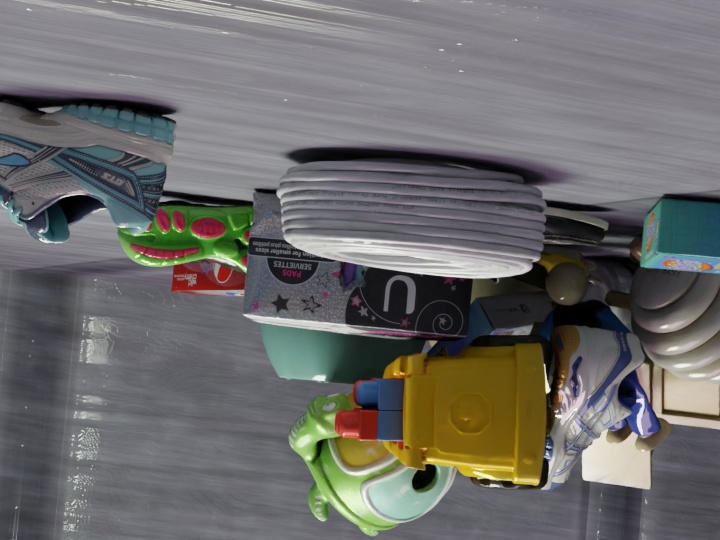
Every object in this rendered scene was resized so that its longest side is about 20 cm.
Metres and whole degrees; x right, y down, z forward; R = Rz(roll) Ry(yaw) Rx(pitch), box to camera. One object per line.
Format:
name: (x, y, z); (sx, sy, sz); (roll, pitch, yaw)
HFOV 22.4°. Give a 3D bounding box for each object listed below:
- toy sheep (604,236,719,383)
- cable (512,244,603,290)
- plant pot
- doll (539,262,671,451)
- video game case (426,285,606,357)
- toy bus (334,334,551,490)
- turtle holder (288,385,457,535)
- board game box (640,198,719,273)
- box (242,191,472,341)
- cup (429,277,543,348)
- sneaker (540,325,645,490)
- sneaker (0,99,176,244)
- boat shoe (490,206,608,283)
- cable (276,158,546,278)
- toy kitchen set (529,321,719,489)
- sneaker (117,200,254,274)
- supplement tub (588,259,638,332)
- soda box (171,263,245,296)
toy sheep: (0.303, 0.033, 1.659); (0.200, 0.138, 0.138); (35, 160, -32)
cable: (0.145, -0.024, 1.827); (0.199, 0.051, 0.097); (21, -173, -28)
plant pot: (-0.015, 0.036, 1.852); (0.199, 0.162, 0.201); (5, 176, 0)
doll: (0.219, 0.078, 1.707); (0.048, 0.201, 0.136); (-43, -149, -27)
video game case: (0.140, 0.095, 1.901); (0.181, 0.046, 0.200); (-6, 147, -42)
toy bus: (0.071, 0.127, 1.645); (0.191, 0.137, 0.200); (0, 178, -3)
turtle holder: (0.015, 0.164, 1.771); (0.131, 0.141, 0.186); (-27, 114, 33)
board game box: (0.323, -0.020, 1.411); (0.199, 0.045, 0.152); (5, 177, 4)
box: (0.000, 0.000, 1.626); (0.199, 0.116, 0.132); (5, 177, 1)
cup: (0.152, 0.056, 2.079); (0.199, 0.144, 0.200); (6, 176, 0)
sneaker: (0.207, 0.133, 1.657); (0.088, 0.076, 0.201); (1, 137, -7)
sneaker: (-0.216, -0.063, 1.158); (0.199, 0.087, 0.078); (4, 175, 21)
boat shoe: (0.103, -0.024, 1.486); (0.198, 0.067, 0.074); (6, 176, -12)
cable: (0.036, -0.038, 1.331); (0.199, 0.070, 0.200); (7, 176, -28)
toy kitchen set: (0.287, 0.101, 1.856); (0.199, 0.164, 0.181); (6, -144, 17)
sneaker: (-0.134, -0.036, 1.726); (0.199, 0.077, 0.084); (10, -168, -23)
supplement tub: (0.328, 0.057, 2.007); (0.199, 0.123, 0.122); (6, 176, -27)
soda box: (-0.146, -0.006, 2.096); (0.063, 0.070, 0.200); (6, 176, -31)
